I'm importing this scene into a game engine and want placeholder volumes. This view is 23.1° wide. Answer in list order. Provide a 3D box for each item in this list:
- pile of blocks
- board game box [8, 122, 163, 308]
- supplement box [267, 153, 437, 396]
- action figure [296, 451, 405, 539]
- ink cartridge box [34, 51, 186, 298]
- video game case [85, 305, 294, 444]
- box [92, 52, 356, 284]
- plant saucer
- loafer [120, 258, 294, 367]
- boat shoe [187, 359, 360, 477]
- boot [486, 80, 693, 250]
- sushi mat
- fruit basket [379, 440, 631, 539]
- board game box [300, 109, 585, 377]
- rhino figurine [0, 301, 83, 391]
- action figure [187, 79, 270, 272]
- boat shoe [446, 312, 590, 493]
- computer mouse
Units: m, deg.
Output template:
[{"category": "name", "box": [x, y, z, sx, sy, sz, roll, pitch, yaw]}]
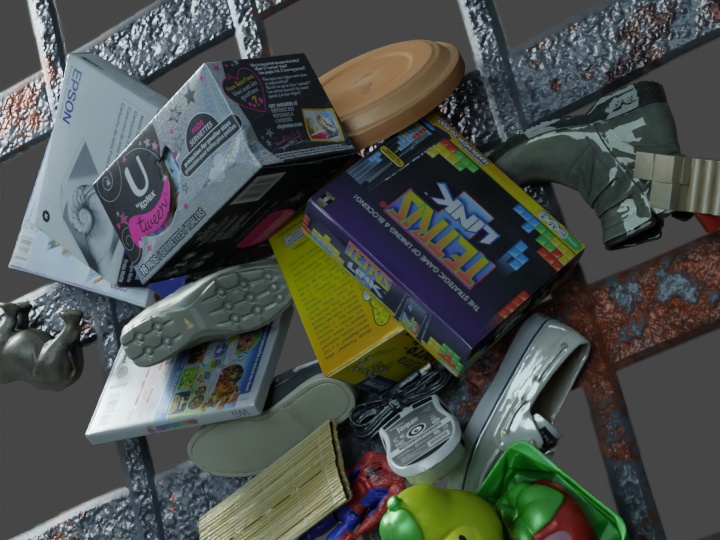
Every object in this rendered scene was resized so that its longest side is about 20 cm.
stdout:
[{"category": "pile of blocks", "box": [0.331, -0.060, 1.499, 0.198, 0.082, 0.063, 9, 96, 16]}, {"category": "board game box", "box": [-0.262, -0.073, 1.869, 0.198, 0.041, 0.201, 15, 85, 33]}, {"category": "supplement box", "box": [0.000, 0.000, 1.659, 0.109, 0.109, 0.201, -33, 63, 19]}, {"category": "action figure", "box": [-0.019, 0.232, 1.647, 0.200, 0.052, 0.065, -49, 54, 8]}, {"category": "ink cartridge box", "box": [-0.239, -0.090, 1.769, 0.199, 0.040, 0.201, 31, 117, 33]}, {"category": "video game case", "box": [-0.168, 0.100, 1.743, 0.199, 0.018, 0.144, -13, 39, 27]}, {"category": "box", "box": [-0.126, -0.093, 1.589, 0.200, 0.132, 0.115, -42, 71, 39]}, {"category": "plant saucer", "box": [0.003, -0.166, 1.669, 0.199, 0.032, 0.201, -23, 23, 11]}, {"category": "loafer", "box": [-0.144, 0.034, 1.724, 0.199, 0.070, 0.070, -20, 106, 18]}, {"category": "boat shoe", "box": [-0.081, 0.140, 1.712, 0.199, 0.073, 0.063, -28, 22, 27]}, {"category": "boot", "box": [0.207, -0.076, 1.588, 0.199, 0.068, 0.132, -24, 72, 24]}, {"category": "sushi mat", "box": [-0.085, 0.228, 1.668, 0.200, 0.012, 0.096, -39, 45, 29]}, {"category": "fruit basket", "box": [0.110, 0.248, 1.476, 0.155, 0.215, 0.216, 38, 97, 32]}, {"category": "board game box", "box": [0.073, -0.029, 1.572, 0.200, 0.057, 0.165, 42, 57, 14]}, {"category": "rhino figurine", "box": [-0.370, 0.078, 1.881, 0.199, 0.060, 0.088, 6, 91, 34]}, {"category": "action figure", "box": [-0.124, -0.091, 1.764, 0.118, 0.102, 0.202, 4, 105, 23]}, {"category": "boat shoe", "box": [0.145, 0.140, 1.565, 0.070, 0.071, 0.201, 24, 84, 33]}, {"category": "computer mouse", "box": [0.052, 0.148, 1.566, 0.109, 0.044, 0.200, -31, 18, 2]}]
